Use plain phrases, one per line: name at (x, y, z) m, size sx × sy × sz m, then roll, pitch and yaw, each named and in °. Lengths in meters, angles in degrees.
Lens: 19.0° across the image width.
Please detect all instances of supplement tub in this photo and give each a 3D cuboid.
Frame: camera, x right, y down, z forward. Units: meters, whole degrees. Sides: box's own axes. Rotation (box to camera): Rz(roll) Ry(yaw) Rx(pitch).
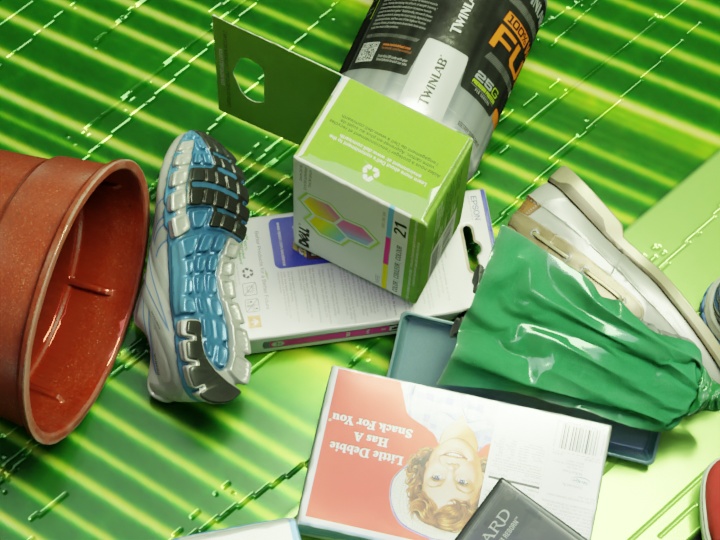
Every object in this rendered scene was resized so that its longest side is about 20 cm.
supplement tub at (0.062, -0.169, 1.587) m, size 0.122 × 0.123 × 0.200 m, roll 22°, pitch 69°, yaw 5°

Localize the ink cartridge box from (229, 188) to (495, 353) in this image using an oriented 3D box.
ink cartridge box at (0.000, 0.000, 1.563) m, size 0.199 × 0.037 × 0.095 m, roll -8°, pitch 68°, yaw -4°

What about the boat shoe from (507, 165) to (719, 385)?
boat shoe at (0.187, 0.020, 1.552) m, size 0.068 × 0.075 × 0.200 m, roll -41°, pitch 75°, yaw -1°

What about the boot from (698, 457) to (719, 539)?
boot at (0.289, 0.202, 1.442) m, size 0.072 × 0.144 × 0.201 m, roll -14°, pitch 68°, yaw -7°

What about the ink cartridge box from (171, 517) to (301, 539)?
ink cartridge box at (-0.071, 0.257, 1.370) m, size 0.084 × 0.200 × 0.145 m, roll -10°, pitch 70°, yaw -12°

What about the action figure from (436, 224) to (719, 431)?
action figure at (0.164, 0.058, 1.488) m, size 0.199 × 0.055 × 0.118 m, roll 22°, pitch 100°, yaw -8°

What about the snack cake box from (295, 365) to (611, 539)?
snack cake box at (0.064, 0.145, 1.485) m, size 0.199 × 0.067 × 0.115 m, roll 13°, pitch 77°, yaw 1°

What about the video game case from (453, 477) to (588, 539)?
video game case at (0.132, 0.254, 1.432) m, size 0.200 × 0.019 × 0.143 m, roll 36°, pitch 94°, yaw 0°

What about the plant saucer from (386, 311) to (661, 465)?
plant saucer at (0.119, 0.082, 1.531) m, size 0.199 × 0.019 × 0.070 m, roll 13°, pitch 102°, yaw 1°

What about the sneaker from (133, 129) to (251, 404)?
sneaker at (-0.130, 0.000, 1.526) m, size 0.075 × 0.087 × 0.201 m, roll 14°, pitch 70°, yaw -42°

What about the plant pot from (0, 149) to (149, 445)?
plant pot at (-0.273, -0.004, 1.474) m, size 0.195 × 0.201 × 0.201 m, roll 16°, pitch 68°, yaw 12°

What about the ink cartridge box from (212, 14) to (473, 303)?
ink cartridge box at (-0.029, -0.075, 1.497) m, size 0.200 × 0.148 × 0.076 m, roll 26°, pitch 69°, yaw 9°

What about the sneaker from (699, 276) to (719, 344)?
sneaker at (0.334, 0.064, 1.531) m, size 0.200 × 0.085 × 0.077 m, roll 32°, pitch 70°, yaw 8°
